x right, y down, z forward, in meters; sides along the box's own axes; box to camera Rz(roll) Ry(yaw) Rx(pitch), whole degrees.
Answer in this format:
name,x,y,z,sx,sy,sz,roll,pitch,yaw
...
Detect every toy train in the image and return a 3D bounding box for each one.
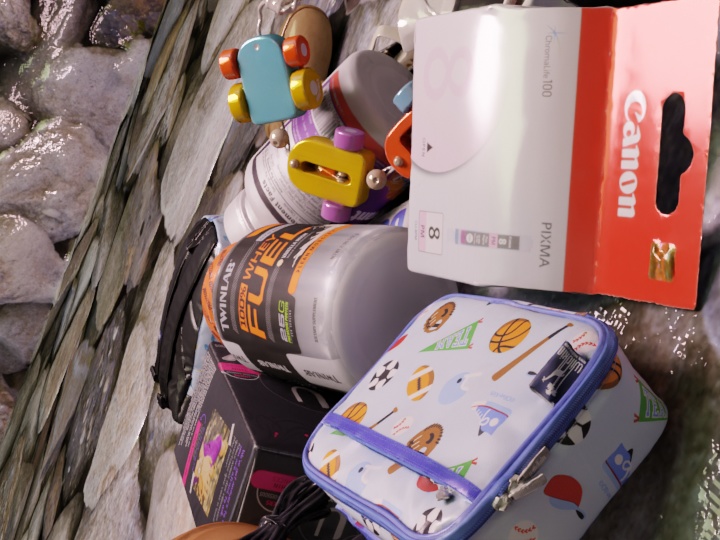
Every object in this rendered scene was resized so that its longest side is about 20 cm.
name,x,y,z,sx,sy,sz,roll,pitch,yaw
toy train,-0.008,-0.125,0.725,0.150,0.200,0.056,-50,-8,28

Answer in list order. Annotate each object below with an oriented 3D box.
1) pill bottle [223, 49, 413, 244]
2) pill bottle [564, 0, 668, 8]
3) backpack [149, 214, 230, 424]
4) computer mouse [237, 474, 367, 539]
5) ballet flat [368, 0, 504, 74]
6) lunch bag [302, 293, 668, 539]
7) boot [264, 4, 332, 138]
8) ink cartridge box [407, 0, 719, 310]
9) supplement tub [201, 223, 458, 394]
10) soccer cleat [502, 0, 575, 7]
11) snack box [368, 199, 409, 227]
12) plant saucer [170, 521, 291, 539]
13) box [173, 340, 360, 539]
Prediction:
name,x,y,z,sx,sy,sz,roll,pitch,yaw
pill bottle,-0.029,-0.083,0.846,0.200,0.111,0.112,-40,37,34
pill bottle,0.150,-0.255,0.612,0.112,0.111,0.201,-51,30,39
backpack,-0.145,0.039,1.044,0.163,0.153,0.202,-133,43,-67
computer mouse,0.023,0.175,0.588,0.140,0.199,0.046,-38,-52,-63
ballet flat,0.051,-0.193,0.843,0.200,0.068,0.068,-35,37,54
lunch bag,0.056,0.091,0.531,0.160,0.076,0.200,-45,19,-15
boot,-0.043,-0.200,1.076,0.200,0.066,0.176,-143,61,-67
ink cartridge box,0.101,-0.069,0.564,0.200,0.057,0.164,13,103,60
supplement tub,-0.031,0.026,0.746,0.199,0.122,0.123,3,75,52
soccer cleat,0.101,-0.113,0.657,0.069,0.077,0.201,-9,65,64
snack box,0.000,0.000,0.868,0.200,0.024,0.072,-28,46,58
plant saucer,-0.050,0.238,0.588,0.037,0.200,0.201,-41,35,27
box,-0.063,0.149,0.772,0.107,0.122,0.200,-70,23,11
